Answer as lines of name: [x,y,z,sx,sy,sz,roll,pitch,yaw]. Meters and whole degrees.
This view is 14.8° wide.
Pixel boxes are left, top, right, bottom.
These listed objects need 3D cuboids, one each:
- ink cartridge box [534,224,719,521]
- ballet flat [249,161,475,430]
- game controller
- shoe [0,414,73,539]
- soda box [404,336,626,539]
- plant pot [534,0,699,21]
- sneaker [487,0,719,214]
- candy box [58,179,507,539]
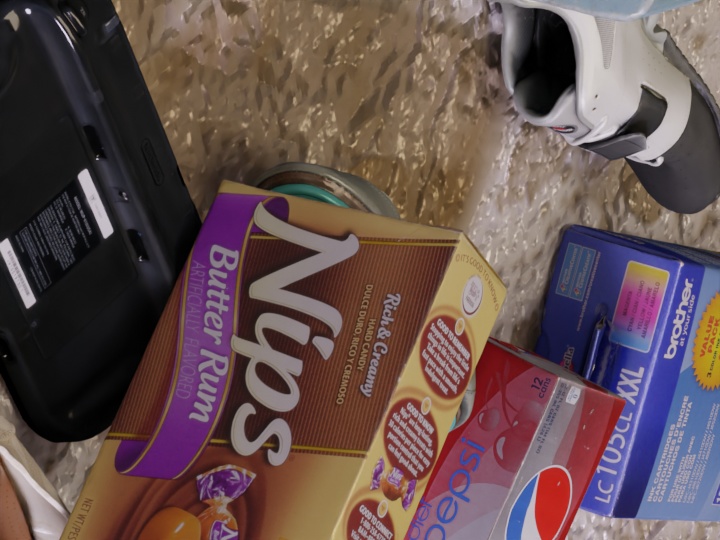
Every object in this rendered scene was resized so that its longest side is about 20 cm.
ink cartridge box: [0.151,0.056,1.431,0.199,0.076,0.137,8,98,-53]
ballet flat: [0.000,0.000,1.228,0.200,0.067,0.064,60,30,-47]
game controller: [-0.115,-0.023,1.078,0.104,0.042,0.201,-37,133,-20]
shoe: [-0.137,0.126,1.090,0.070,0.053,0.201,-47,138,-30]
soda box: [0.048,0.135,1.318,0.070,0.063,0.201,21,94,-54]
plant pot: [0.084,-0.215,1.138,0.200,0.195,0.198,-7,111,-63]
sneaker: [0.109,-0.086,1.320,0.089,0.074,0.200,-53,131,-25]
candy box: [-0.035,0.071,1.074,0.056,0.116,0.201,47,61,-54]
